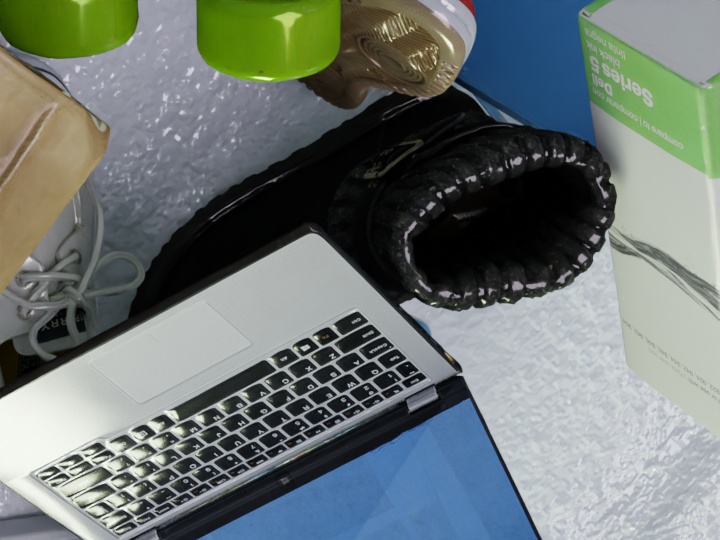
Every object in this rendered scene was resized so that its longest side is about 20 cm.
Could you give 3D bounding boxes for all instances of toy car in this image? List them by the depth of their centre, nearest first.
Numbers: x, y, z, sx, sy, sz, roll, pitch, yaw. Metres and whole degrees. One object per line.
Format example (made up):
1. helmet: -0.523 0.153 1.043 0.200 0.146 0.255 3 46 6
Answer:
1. toy car: -0.055 -0.191 0.926 0.157 0.200 0.165 7 119 11

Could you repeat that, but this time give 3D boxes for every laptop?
1. laptop: -0.038 0.110 0.990 0.186 0.116 0.200 -28 139 16

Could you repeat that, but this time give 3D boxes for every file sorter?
1. file sorter: 0.161 -0.118 1.129 0.200 0.139 0.123 -49 135 -5

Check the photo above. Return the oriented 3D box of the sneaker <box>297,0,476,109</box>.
1. sneaker: 0.025 -0.131 1.002 0.071 0.200 0.113 40 81 -12

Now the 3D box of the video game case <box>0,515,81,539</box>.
1. video game case: -0.124 0.198 1.160 0.199 0.022 0.184 -4 115 -33

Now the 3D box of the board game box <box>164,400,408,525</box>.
1. board game box: -0.009 0.135 1.121 0.133 0.034 0.201 -11 129 17

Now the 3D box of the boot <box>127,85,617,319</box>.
1. boot: -0.001 -0.002 1.046 0.211 0.158 0.080 -40 115 -4

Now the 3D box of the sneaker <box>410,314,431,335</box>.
1. sneaker: 0.023 0.108 1.183 0.081 0.076 0.201 -54 147 -34

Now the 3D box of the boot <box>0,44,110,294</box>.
1. boot: -0.155 0.023 0.900 0.175 0.066 0.201 35 89 -42

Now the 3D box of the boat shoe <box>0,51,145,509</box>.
1. boat shoe: -0.135 0.013 1.015 0.074 0.086 0.203 -11 119 -31

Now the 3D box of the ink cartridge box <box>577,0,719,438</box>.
1. ink cartridge box: 0.182 -0.046 1.031 0.145 0.084 0.201 -31 133 -22
